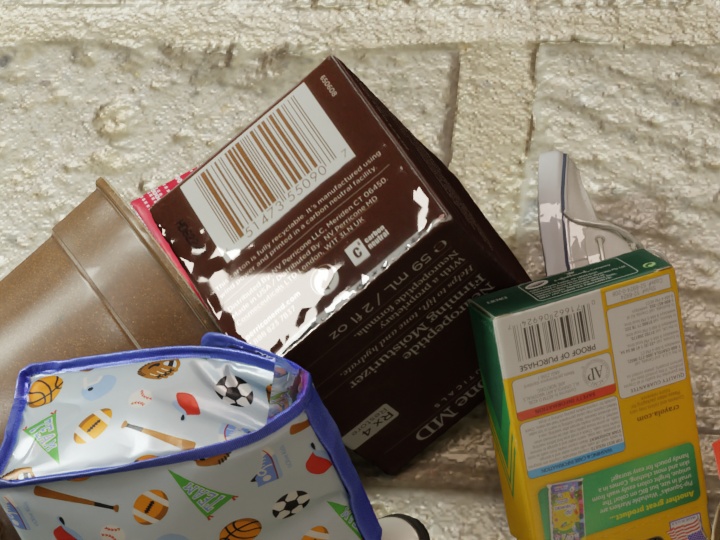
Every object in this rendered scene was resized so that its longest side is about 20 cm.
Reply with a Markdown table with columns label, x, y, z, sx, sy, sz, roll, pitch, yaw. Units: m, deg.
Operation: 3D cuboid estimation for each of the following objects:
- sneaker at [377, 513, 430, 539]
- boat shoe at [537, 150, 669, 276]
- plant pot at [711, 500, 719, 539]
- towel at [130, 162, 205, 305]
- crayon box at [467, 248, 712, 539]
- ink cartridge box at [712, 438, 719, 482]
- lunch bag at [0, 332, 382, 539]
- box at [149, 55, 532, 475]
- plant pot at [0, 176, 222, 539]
| label | x | y | z | sx | sy | sz | roll | pitch | yaw |
| --- | --- | --- | --- | --- | --- | --- | --- | --- | --- |
| sneaker | -0.032 | 0.223 | 1.432 | 0.200 | 0.080 | 0.074 | -39 | 57 | -19 |
| boat shoe | 0.172 | 0.002 | 1.554 | 0.086 | 0.075 | 0.203 | -8 | 57 | 5 |
| plant pot | 0.325 | 0.184 | 1.431 | 0.199 | 0.028 | 0.201 | -4 | 55 | 6 |
| towel | -0.055 | -0.051 | 1.661 | 0.199 | 0.023 | 0.145 | -29 | 55 | -10 |
| crayon box | 0.150 | 0.100 | 1.439 | 0.125 | 0.201 | 0.052 | -16 | 18 | -14 |
| ink cartridge box | 0.280 | 0.121 | 1.401 | 0.109 | 0.050 | 0.201 | -35 | 46 | 34 |
| lunch bag | -0.099 | 0.132 | 1.368 | 0.199 | 0.170 | 0.124 | -9 | 43 | 16 |
| box | 0.000 | 0.000 | 1.480 | 0.166 | 0.200 | 0.164 | -40 | 54 | 7 |
| plant pot | -0.194 | 0.075 | 1.502 | 0.198 | 0.200 | 0.200 | -37 | 57 | -8 |
